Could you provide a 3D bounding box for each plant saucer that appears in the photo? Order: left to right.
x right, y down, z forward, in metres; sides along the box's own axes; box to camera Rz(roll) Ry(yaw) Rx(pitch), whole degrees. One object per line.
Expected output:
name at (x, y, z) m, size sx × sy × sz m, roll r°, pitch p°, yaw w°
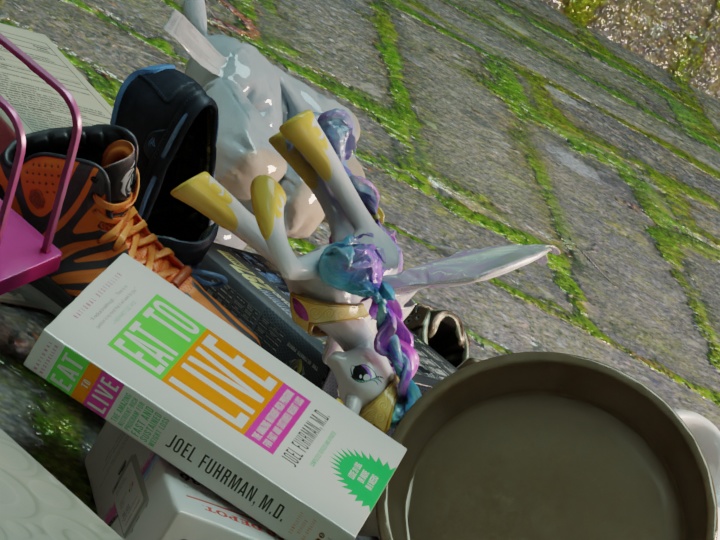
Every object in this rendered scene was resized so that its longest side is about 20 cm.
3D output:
plant saucer at (0.108, 0.141, 1.541) m, size 0.200 × 0.200 × 0.030 m, roll 36°, pitch -25°, yaw 15°

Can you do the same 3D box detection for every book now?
book at (-0.079, 0.080, 1.466) m, size 0.200 × 0.048 × 0.134 m, roll 33°, pitch 19°, yaw 2°

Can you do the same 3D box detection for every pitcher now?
pitcher at (0.167, 0.153, 1.655) m, size 0.199 × 0.121 × 0.172 m, roll 14°, pitch 49°, yaw -32°

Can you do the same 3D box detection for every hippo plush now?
hippo plush at (-0.111, -0.071, 1.879) m, size 0.200 × 0.161 × 0.160 m, roll 40°, pitch 30°, yaw -20°

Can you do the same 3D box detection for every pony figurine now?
pony figurine at (0.000, 0.000, 1.623) m, size 0.193 × 0.166 × 0.200 m, roll -32°, pitch 90°, yaw -50°

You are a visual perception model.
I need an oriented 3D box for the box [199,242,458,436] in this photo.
box at (-0.024, 0.052, 1.814) m, size 0.157 × 0.051 × 0.200 m, roll 16°, pitch 15°, yaw -42°

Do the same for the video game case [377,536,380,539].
video game case at (0.082, 0.176, 1.732) m, size 0.200 × 0.024 × 0.182 m, roll 16°, pitch 23°, yaw -42°

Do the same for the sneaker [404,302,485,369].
sneaker at (0.047, 0.054, 1.928) m, size 0.070 × 0.076 × 0.200 m, roll 21°, pitch 20°, yaw -32°

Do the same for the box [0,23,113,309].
box at (-0.231, -0.073, 1.739) m, size 0.128 × 0.109 × 0.200 m, roll 11°, pitch 26°, yaw -45°

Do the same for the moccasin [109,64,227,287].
moccasin at (-0.126, -0.026, 1.652) m, size 0.068 × 0.201 × 0.080 m, roll 26°, pitch 36°, yaw 38°

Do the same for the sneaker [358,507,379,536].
sneaker at (-0.063, 0.113, 1.596) m, size 0.200 × 0.071 × 0.080 m, roll 25°, pitch 21°, yaw 4°

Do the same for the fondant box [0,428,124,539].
fondant box at (-0.219, 0.117, 1.312) m, size 0.200 × 0.058 × 0.144 m, roll 38°, pitch 18°, yaw 23°

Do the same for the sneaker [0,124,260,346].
sneaker at (-0.138, -0.013, 1.575) m, size 0.200 × 0.112 × 0.078 m, roll 27°, pitch 30°, yaw 4°

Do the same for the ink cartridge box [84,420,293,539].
ink cartridge box at (-0.076, 0.147, 1.457) m, size 0.116 × 0.068 × 0.200 m, roll 24°, pitch 18°, yaw -24°

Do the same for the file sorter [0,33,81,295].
file sorter at (-0.273, -0.055, 1.474) m, size 0.139 × 0.126 × 0.200 m, roll 39°, pitch 41°, yaw 24°
